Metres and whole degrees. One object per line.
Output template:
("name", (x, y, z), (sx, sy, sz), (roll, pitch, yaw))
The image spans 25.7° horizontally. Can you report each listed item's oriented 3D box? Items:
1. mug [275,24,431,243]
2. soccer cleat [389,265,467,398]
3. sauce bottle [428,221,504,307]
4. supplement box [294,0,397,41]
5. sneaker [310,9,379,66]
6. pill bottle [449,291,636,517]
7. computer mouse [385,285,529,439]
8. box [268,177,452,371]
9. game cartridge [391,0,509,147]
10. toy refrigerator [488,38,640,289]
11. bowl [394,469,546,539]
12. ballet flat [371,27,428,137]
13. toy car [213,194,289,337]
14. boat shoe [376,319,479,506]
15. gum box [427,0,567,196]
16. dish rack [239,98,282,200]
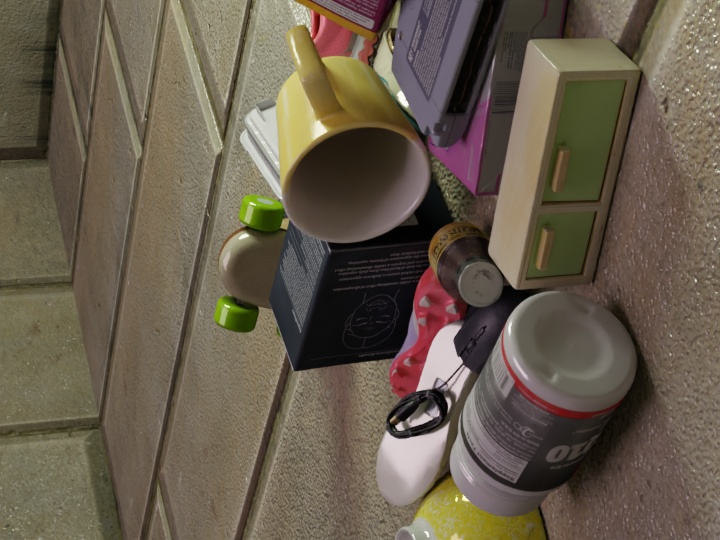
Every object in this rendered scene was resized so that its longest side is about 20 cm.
("mug", (-0.015, -0.147, 1.555), (0.154, 0.148, 0.187), (-107, 26, -44))
("soccer cleat", (0.075, 0.063, 1.640), (0.201, 0.066, 0.077), (101, -173, -49))
("sauce bottle", (0.101, -0.004, 1.455), (0.200, 0.065, 0.067), (-117, 26, -81))
("supplement box", (-0.006, -0.322, 1.427), (0.104, 0.130, 0.200), (-61, -2, -25))
("sneaker", (-0.011, -0.300, 1.697), (0.074, 0.086, 0.202), (174, 114, -76))
("pill bottle", (0.149, 0.120, 1.342), (0.201, 0.113, 0.115), (110, 149, -50))
("computer mouse", (0.088, 0.089, 1.488), (0.200, 0.034, 0.059), (-50, 66, 21))
("box", (0.000, 0.000, 1.684), (0.201, 0.147, 0.108), (108, 148, -46))
("game cartridge", (0.079, -0.227, 1.396), (0.201, 0.041, 0.134), (108, 154, -42))
("toy refrigerator", (0.168, -0.086, 1.309), (0.070, 0.075, 0.201), (-121, 34, -52))
("bowl", (0.095, 0.283, 1.535), (0.200, 0.107, 0.202), (177, 90, -70))
("ballet flat", (0.060, -0.198, 1.623), (0.200, 0.069, 0.070), (-123, 35, -56))
("toy car", (-0.109, -0.021, 2.023), (0.200, 0.156, 0.166), (-115, 39, -71))
("boat shoe", (0.078, 0.139, 1.555), (0.072, 0.068, 0.202), (25, 104, 31))
("gum box", (0.122, -0.183, 1.431), (0.114, 0.066, 0.202), (-128, 40, -55))
("dish rack", (-0.038, -0.157, 1.733), (0.200, 0.170, 0.044), (-124, 17, -54))
